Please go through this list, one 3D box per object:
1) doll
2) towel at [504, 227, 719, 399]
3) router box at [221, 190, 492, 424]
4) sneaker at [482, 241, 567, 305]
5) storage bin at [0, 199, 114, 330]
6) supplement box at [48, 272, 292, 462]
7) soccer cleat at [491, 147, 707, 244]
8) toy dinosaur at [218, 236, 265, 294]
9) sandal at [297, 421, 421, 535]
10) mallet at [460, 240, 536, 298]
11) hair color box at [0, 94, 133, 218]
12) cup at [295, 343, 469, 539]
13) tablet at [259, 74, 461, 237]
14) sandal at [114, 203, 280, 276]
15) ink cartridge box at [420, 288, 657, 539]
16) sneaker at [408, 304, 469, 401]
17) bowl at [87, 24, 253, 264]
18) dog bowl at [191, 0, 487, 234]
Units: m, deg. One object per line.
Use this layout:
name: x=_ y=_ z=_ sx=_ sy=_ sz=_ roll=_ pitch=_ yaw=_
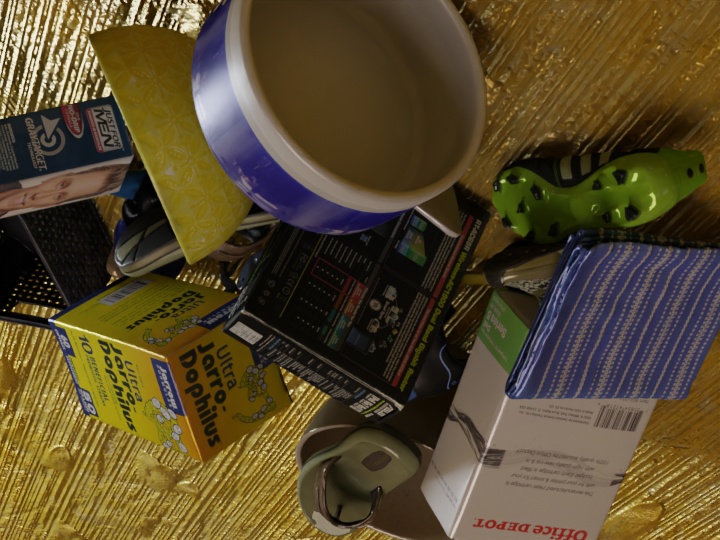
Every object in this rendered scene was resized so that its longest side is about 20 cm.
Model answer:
doll: x=-0.194 y=-0.048 z=1.358 sx=0.136 sy=0.049 sz=0.200 roll=33 pitch=145 yaw=-2
towel: x=0.209 y=0.039 z=1.096 sx=0.200 sy=0.024 sz=0.145 roll=4 pitch=118 yaw=-36
router box: x=0.000 y=0.000 z=1.169 sx=0.150 sy=0.200 sz=0.062 roll=32 pitch=152 yaw=-10
sneaker: x=0.176 y=0.024 z=1.112 sx=0.200 sy=0.089 sz=0.077 roll=4 pitch=171 yaw=-38
storage bin: x=-0.337 y=-0.040 z=1.418 sx=0.135 sy=0.094 sz=0.200 roll=9 pitch=142 yaw=22
supplement box: x=-0.174 y=0.081 z=1.312 sx=0.200 sy=0.109 sz=0.109 roll=11 pitch=125 yaw=48
soccer cleat: x=0.177 y=-0.060 z=1.100 sx=0.200 sy=0.081 sz=0.068 roll=0 pitch=107 yaw=59
toy dinosaur: x=-0.112 y=0.026 z=1.330 sx=0.105 sy=0.200 sz=0.181 roll=45 pitch=111 yaw=-3
sandal: x=-0.011 y=0.195 z=1.295 sx=0.080 sy=0.057 sz=0.201 roll=28 pitch=147 yaw=-4
mallet: x=0.088 y=0.013 z=1.283 sx=0.200 sy=0.041 sz=0.066 roll=-6 pitch=133 yaw=43
hair color box: x=-0.303 y=-0.087 z=1.242 sx=0.100 sy=0.200 sz=0.061 roll=138 pitch=115 yaw=-68
cup: x=0.057 y=0.151 z=1.386 sx=0.200 sy=0.143 sz=0.200 roll=17 pitch=145 yaw=12
tablet: x=-0.002 y=-0.109 z=1.105 sx=0.200 sy=0.130 sz=0.014 roll=37 pitch=110 yaw=-18
sandal: x=-0.121 y=-0.039 z=1.269 sx=0.201 sy=0.080 sz=0.057 roll=-20 pitch=127 yaw=21
ink cartridge box: x=0.155 y=0.131 z=1.223 sx=0.145 sy=0.084 sz=0.200 roll=11 pitch=111 yaw=-23
sneaker: x=0.033 y=0.013 z=1.252 sx=0.070 sy=0.078 sz=0.200 roll=-130 pitch=18 yaw=-87
bowl: x=-0.129 y=-0.116 z=1.156 sx=0.107 sy=0.200 sz=0.200 roll=-25 pitch=137 yaw=-6
dog bowl: x=-0.014 y=-0.129 z=1.005 sx=0.200 sy=0.200 sz=0.079 roll=37 pitch=146 yaw=-18
